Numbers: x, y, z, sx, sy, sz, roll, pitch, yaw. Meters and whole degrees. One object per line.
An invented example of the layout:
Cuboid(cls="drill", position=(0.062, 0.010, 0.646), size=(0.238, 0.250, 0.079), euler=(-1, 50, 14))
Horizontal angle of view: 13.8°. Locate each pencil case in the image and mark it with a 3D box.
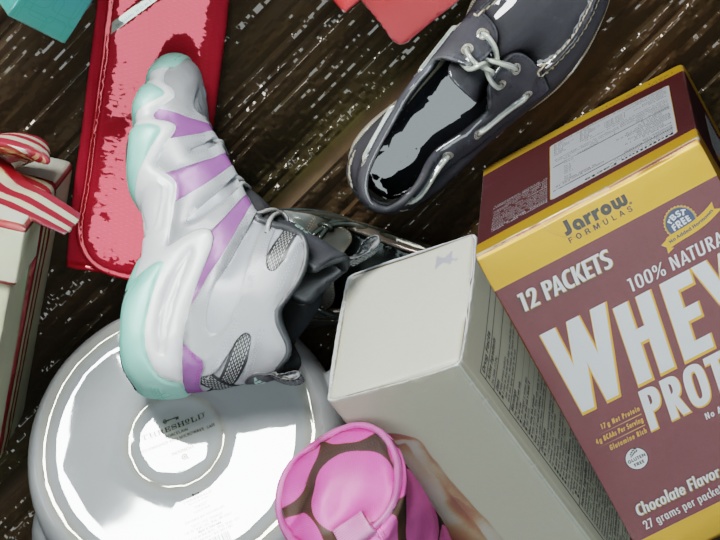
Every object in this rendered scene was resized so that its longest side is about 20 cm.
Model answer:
Cuboid(cls="pencil case", position=(0.027, 0.178, 1.615), size=(0.090, 0.094, 0.200), euler=(-22, 129, 15))

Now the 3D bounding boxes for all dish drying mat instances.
Cuboid(cls="dish drying mat", position=(-0.122, -0.091, 1.709), size=(0.076, 0.018, 0.201), euler=(9, 105, 1))

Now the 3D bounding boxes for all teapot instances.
Cuboid(cls="teapot", position=(-0.086, 0.119, 1.702), size=(0.199, 0.146, 0.198), euler=(18, 72, 18))

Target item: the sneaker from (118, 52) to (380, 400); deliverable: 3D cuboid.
Cuboid(cls="sneaker", position=(-0.058, -0.026, 1.644), size=(0.139, 0.078, 0.201), euler=(-2, 74, 8))

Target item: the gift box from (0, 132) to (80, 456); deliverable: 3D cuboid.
Cuboid(cls="gift box", position=(-0.256, 0.009, 1.656), size=(0.184, 0.200, 0.188), euler=(10, 104, -4))

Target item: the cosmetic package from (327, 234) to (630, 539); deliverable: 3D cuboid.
Cuboid(cls="cosmetic package", position=(0.070, 0.090, 1.655), size=(0.087, 0.104, 0.200), euler=(-17, 128, 25))

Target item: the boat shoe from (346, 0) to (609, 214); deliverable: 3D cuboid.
Cuboid(cls="boat shoe", position=(0.070, -0.105, 1.669), size=(0.073, 0.063, 0.200), euler=(43, 104, -9))

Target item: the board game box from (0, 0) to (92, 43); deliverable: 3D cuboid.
Cuboid(cls="board game box", position=(-0.147, -0.245, 1.605), size=(0.045, 0.152, 0.200), euler=(24, 108, -40))

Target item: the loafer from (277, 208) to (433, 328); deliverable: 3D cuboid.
Cuboid(cls="loafer", position=(0.000, 0.000, 1.694), size=(0.199, 0.063, 0.072), euler=(10, 77, -2))

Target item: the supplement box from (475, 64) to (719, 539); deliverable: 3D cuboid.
Cuboid(cls="supplement box", position=(0.167, 0.020, 1.624), size=(0.132, 0.200, 0.198), euler=(-28, 101, 11))

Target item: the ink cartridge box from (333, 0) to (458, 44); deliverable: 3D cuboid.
Cuboid(cls="ink cartridge box", position=(-0.001, -0.228, 1.640), size=(0.116, 0.067, 0.200), euler=(-38, 99, 12))
